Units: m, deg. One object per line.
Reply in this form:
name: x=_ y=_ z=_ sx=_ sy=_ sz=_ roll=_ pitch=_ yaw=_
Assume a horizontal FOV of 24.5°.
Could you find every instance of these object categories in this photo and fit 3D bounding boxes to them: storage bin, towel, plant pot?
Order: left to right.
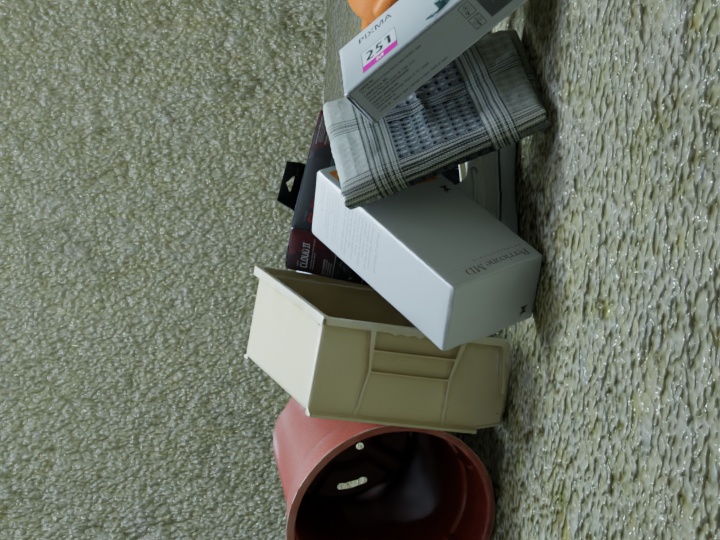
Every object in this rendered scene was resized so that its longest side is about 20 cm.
plant pot: x=0.005 y=0.201 z=1.611 sx=0.195 sy=0.200 sz=0.201 roll=-128 pitch=40 yaw=-65
storage bin: x=0.014 y=0.074 z=1.553 sx=0.200 sy=0.198 sz=0.094 roll=-150 pitch=69 yaw=-65
towel: x=0.063 y=-0.143 z=1.460 sx=0.200 sy=0.192 sz=0.035 roll=-99 pitch=-16 yaw=-60

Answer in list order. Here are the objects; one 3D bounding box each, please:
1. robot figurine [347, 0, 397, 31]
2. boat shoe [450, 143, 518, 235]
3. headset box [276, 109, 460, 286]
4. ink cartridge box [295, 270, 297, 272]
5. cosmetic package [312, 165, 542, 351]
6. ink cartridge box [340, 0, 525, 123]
robot figurine: x=0.045 y=-0.374 z=2.007 sx=0.144 sy=0.117 sz=0.200 roll=-36 pitch=-30 yaw=-36
boat shoe: x=0.098 y=-0.065 z=1.528 sx=0.075 sy=0.086 sz=0.203 roll=117 pitch=156 yaw=-75
headset box: x=0.020 y=-0.064 z=1.619 sx=0.077 sy=0.199 sz=0.149 roll=104 pitch=179 yaw=-56
ink cartridge box: x=0.000 y=0.000 z=1.760 sx=0.200 sy=0.043 sz=0.174 roll=-55 pitch=28 yaw=33
cosmetic package: x=0.054 y=-0.024 z=1.446 sx=0.200 sy=0.101 sz=0.071 roll=42 pitch=138 yaw=38
ink cartridge box: x=0.068 y=-0.241 z=1.465 sx=0.200 sy=0.044 sz=0.174 roll=-38 pitch=29 yaw=18
